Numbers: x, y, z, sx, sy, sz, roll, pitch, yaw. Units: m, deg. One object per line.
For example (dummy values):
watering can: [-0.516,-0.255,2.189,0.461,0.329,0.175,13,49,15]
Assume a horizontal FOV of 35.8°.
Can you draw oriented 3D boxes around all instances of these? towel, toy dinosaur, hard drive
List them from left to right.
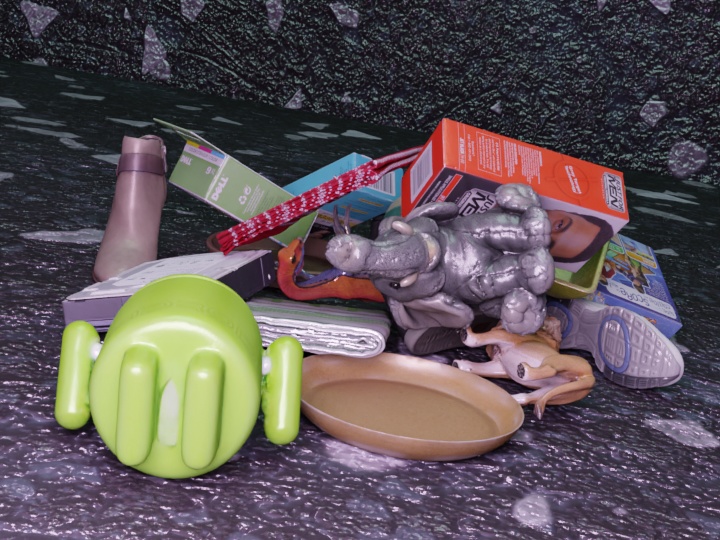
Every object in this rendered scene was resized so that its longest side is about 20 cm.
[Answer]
hard drive: [-0.176,0.017,1.065,0.138,0.038,0.200,-5,10,16]
towel: [-0.045,0.053,1.048,0.147,0.031,0.200,8,3,3]
towel: [-0.036,-0.072,1.116,0.198,0.023,0.144,-23,2,27]
toy dinosaur: [0.000,0.000,1.178,0.199,0.106,0.181,34,39,23]

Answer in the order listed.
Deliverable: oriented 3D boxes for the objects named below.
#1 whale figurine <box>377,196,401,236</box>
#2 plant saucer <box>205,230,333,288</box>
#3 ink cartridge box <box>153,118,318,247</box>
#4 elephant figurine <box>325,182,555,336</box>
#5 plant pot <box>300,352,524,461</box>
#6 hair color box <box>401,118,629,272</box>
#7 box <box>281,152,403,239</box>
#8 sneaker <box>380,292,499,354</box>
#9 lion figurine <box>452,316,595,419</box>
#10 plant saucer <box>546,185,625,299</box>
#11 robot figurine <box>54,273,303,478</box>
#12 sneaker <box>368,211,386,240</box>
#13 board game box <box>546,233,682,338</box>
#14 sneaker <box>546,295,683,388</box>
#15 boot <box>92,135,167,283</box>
whale figurine: [0.112,-0.010,1.317,0.198,0.105,0.160,24,-30,4]
plant saucer: [-0.088,-0.012,1.339,0.197,0.030,0.200,8,13,-2]
ink cartridge box: [-0.155,-0.098,1.300,0.199,0.060,0.103,30,-2,-38]
elephant figurine: [0.066,-0.010,1.001,0.197,0.157,0.143,-3,41,-3]
plant pot: [0.034,0.112,0.915,0.197,0.028,0.200,10,13,-2]
hair color box: [0.147,-0.069,1.076,0.197,0.102,0.062,13,55,-18]
box: [-0.040,-0.086,1.403,0.082,0.050,0.199,14,-23,-37]
sneaker: [0.103,0.018,1.144,0.198,0.075,0.107,-2,51,-43]
lion figurine: [0.164,0.087,1.023,0.121,0.074,0.200,2,21,-21]
plant saucer: [0.173,-0.051,1.215,0.197,0.048,0.201,19,43,10]
robot figurine: [-0.126,0.069,0.786,0.172,0.118,0.200,3,14,-6]
sneaker: [0.069,-0.054,1.463,0.070,0.101,0.199,13,13,25]
board game box: [0.271,-0.003,1.295,0.198,0.035,0.136,21,38,-22]
sneaker: [0.271,0.068,1.161,0.086,0.076,0.200,7,13,-28]
boot: [-0.249,-0.071,1.217,0.069,0.149,0.200,6,13,-7]
